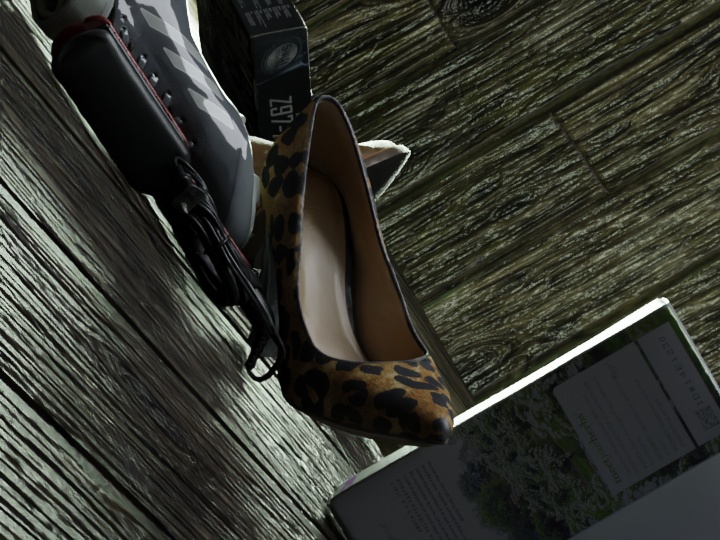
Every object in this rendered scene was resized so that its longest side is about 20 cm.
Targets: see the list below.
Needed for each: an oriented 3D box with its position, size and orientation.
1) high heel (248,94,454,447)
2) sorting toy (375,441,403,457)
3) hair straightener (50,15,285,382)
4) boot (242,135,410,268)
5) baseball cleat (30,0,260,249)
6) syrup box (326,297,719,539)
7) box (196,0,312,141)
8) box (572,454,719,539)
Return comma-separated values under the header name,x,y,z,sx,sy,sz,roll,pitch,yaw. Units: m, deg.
name,x,y,z,sx,sy,sz,roll,pitch,yaw
high heel,0.000,0.000,1.441,0.200,0.071,0.143,34,-62,56
sorting toy,-0.038,0.015,1.872,0.185,0.036,0.200,61,-1,39
hair straightener,-0.092,-0.029,1.406,0.200,0.041,0.077,63,2,-14
boot,-0.035,-0.060,1.761,0.075,0.074,0.200,41,25,15
baseball cleat,-0.117,-0.099,1.464,0.106,0.070,0.200,-7,77,-51
syrup box,0.087,0.098,1.451,0.079,0.200,0.081,59,4,0
box,-0.082,-0.158,2.181,0.200,0.043,0.160,-118,-160,-54
box,0.144,0.179,1.599,0.199,0.200,0.171,59,1,-13
